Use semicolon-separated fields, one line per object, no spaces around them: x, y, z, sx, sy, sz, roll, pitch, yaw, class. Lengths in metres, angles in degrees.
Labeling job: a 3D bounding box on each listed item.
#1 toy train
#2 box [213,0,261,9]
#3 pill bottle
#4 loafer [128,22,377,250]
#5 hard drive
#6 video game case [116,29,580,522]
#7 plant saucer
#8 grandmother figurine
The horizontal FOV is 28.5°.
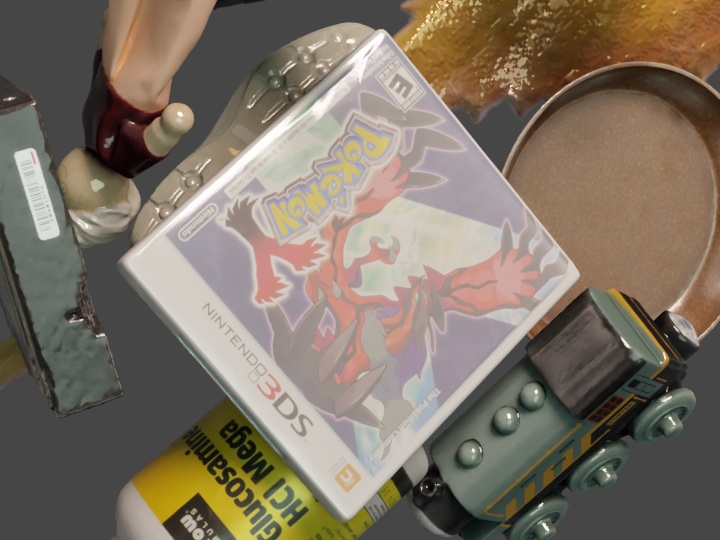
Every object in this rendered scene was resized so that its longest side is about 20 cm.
0.114;0.092;0.857;0.200;0.086;0.114;-44;146;18;toy train
-0.047;-0.239;0.703;0.050;0.198;0.202;-33;112;-33;box
-0.067;0.137;0.816;0.200;0.112;0.113;-41;112;-10;pill bottle
-0.055;-0.063;0.812;0.070;0.070;0.200;39;71;16;loafer
-0.168;-0.022;0.698;0.038;0.200;0.141;-18;107;-15;hard drive
0.000;0.000;0.769;0.200;0.023;0.183;-44;100;-20;video game case
0.167;-0.034;0.917;0.198;0.034;0.202;-4;103;-20;plant saucer
-0.121;-0.100;0.749;0.060;0.122;0.201;13;120;-23;grandmother figurine
